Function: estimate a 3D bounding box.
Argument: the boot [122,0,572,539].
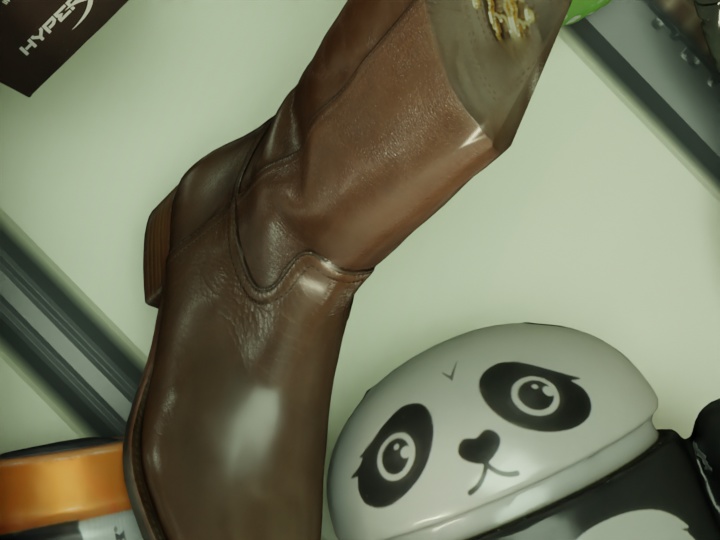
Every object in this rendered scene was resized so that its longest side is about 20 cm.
[{"bbox_3d":[0.000,0.000,0.785,0.064,0.200,0.187,10,55,-34],"label":"boot"}]

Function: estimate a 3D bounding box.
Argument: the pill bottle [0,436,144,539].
[{"bbox_3d":[-0.086,0.157,0.855,0.106,0.106,0.201,-8,90,-5],"label":"pill bottle"}]

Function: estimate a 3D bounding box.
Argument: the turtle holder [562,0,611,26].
[{"bbox_3d":[0.039,-0.161,0.855,0.185,0.141,0.132,39,85,-2],"label":"turtle holder"}]

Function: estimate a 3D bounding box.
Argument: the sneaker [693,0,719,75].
[{"bbox_3d":[0.170,-0.074,0.886,0.075,0.076,0.201,-21,99,-39],"label":"sneaker"}]

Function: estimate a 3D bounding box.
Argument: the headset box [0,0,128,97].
[{"bbox_3d":[-0.160,-0.169,0.798,0.199,0.077,0.149,30,42,-29],"label":"headset box"}]

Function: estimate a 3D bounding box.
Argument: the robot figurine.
[{"bbox_3d":[0.068,0.116,0.858,0.150,0.125,0.201,-24,92,-41],"label":"robot figurine"}]
